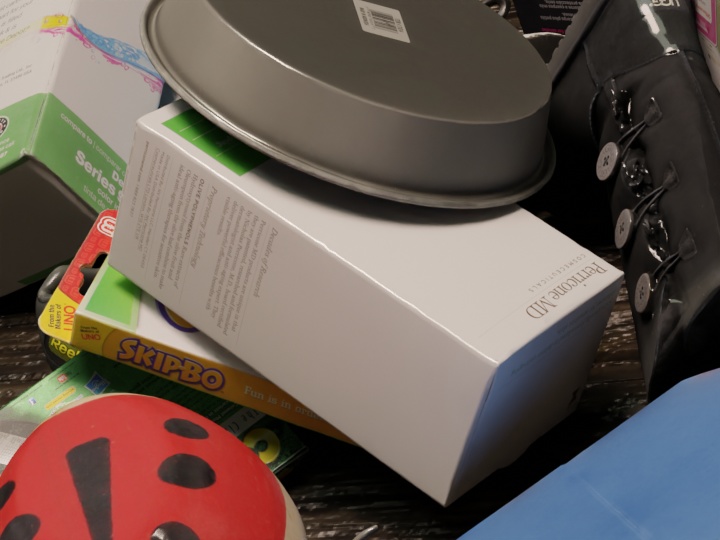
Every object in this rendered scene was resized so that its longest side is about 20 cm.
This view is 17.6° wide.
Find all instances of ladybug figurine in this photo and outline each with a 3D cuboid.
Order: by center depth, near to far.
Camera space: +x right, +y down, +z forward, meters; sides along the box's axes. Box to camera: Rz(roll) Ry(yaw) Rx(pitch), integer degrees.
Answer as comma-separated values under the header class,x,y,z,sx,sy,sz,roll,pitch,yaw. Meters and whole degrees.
class,x,y,z,sx,sy,sz,roll,pitch,yaw
ladybug figurine,-0.090,0.107,0.892,0.135,0.072,0.200,-22,27,-6

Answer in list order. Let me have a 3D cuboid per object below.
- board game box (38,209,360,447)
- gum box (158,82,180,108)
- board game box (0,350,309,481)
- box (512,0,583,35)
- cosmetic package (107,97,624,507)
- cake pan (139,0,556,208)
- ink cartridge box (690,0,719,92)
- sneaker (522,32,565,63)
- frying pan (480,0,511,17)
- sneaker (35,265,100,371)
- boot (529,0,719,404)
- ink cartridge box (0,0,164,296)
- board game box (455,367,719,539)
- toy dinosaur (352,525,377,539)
class,x,y,z,sx,sy,sz,roll,pitch,yaw
board game box,-0.040,0.024,1.065,0.198,0.030,0.096,17,41,6
gum box,-0.045,-0.087,1.313,0.199,0.045,0.170,-32,32,-12
board game box,-0.131,0.102,1.046,0.199,0.024,0.105,-35,71,-21
box,0.190,-0.171,1.222,0.199,0.115,0.132,8,41,39
cosmetic package,0.000,0.000,1.017,0.199,0.085,0.107,32,38,22
cake pan,0.001,-0.096,1.044,0.199,0.037,0.201,17,27,-9
ink cartridge box,0.225,-0.145,1.056,0.143,0.201,0.085,-13,33,-9
sneaker,0.033,-0.075,1.175,0.199,0.081,0.086,-15,17,-36
frying pan,-0.009,-0.087,1.220,0.191,0.114,0.031,-64,5,-20
sneaker,-0.066,0.016,1.131,0.198,0.085,0.075,-20,32,5
boot,0.130,-0.017,1.055,0.065,0.165,0.201,-4,52,-15
ink cartridge box,-0.189,-0.091,1.300,0.145,0.087,0.201,-22,43,32
board game box,0.104,0.105,0.849,0.199,0.039,0.158,-34,14,-5
toy dinosaur,-0.077,0.155,0.958,0.199,0.078,0.102,2,27,42
